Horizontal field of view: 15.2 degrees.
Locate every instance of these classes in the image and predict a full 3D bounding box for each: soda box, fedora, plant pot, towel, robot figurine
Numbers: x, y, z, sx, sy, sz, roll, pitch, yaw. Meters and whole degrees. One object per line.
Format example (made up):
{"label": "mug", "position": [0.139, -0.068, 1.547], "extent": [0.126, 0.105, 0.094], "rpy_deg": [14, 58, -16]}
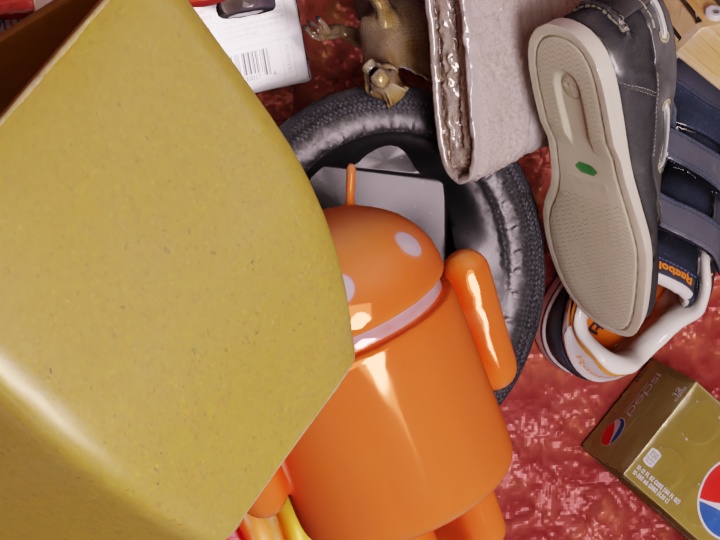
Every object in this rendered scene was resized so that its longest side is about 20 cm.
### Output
{"label": "soda box", "position": [0.224, 0.140, 1.525], "extent": [0.200, 0.064, 0.068], "rpy_deg": [41, 86, -21]}
{"label": "fedora", "position": [0.000, 0.000, 1.409], "extent": [0.199, 0.092, 0.202], "rpy_deg": [-3, 101, -18]}
{"label": "plant pot", "position": [-0.120, 0.018, 1.155], "extent": [0.200, 0.195, 0.195], "rpy_deg": [46, 59, -16]}
{"label": "towel", "position": [0.085, -0.155, 1.350], "extent": [0.132, 0.034, 0.201], "rpy_deg": [-20, 112, -42]}
{"label": "robot figurine", "position": [0.002, 0.056, 1.307], "extent": [0.143, 0.117, 0.201], "rpy_deg": [-18, 106, 10]}

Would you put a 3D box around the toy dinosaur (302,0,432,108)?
{"label": "toy dinosaur", "position": [0.025, -0.136, 1.399], "extent": [0.101, 0.200, 0.058], "rpy_deg": [41, 129, 5]}

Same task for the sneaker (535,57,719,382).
{"label": "sneaker", "position": [0.168, -0.029, 1.468], "extent": [0.078, 0.079, 0.201], "rpy_deg": [24, 91, -20]}

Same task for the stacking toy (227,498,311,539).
{"label": "stacking toy", "position": [-0.031, 0.136, 1.431], "extent": [0.199, 0.110, 0.117], "rpy_deg": [-16, 103, -26]}

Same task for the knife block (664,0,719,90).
{"label": "knife block", "position": [0.232, -0.100, 1.443], "extent": [0.199, 0.064, 0.176], "rpy_deg": [-14, 137, -19]}

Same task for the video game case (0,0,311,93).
{"label": "video game case", "position": [-0.136, -0.163, 1.362], "extent": [0.199, 0.036, 0.182], "rpy_deg": [-15, 105, -15]}

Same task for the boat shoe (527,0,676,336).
{"label": "boat shoe", "position": [0.133, -0.051, 1.357], "extent": [0.068, 0.072, 0.201], "rpy_deg": [-36, 136, -30]}

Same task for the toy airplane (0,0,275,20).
{"label": "toy airplane", "position": [-0.126, -0.150, 1.271], "extent": [0.200, 0.141, 0.200], "rpy_deg": [36, 81, -10]}
